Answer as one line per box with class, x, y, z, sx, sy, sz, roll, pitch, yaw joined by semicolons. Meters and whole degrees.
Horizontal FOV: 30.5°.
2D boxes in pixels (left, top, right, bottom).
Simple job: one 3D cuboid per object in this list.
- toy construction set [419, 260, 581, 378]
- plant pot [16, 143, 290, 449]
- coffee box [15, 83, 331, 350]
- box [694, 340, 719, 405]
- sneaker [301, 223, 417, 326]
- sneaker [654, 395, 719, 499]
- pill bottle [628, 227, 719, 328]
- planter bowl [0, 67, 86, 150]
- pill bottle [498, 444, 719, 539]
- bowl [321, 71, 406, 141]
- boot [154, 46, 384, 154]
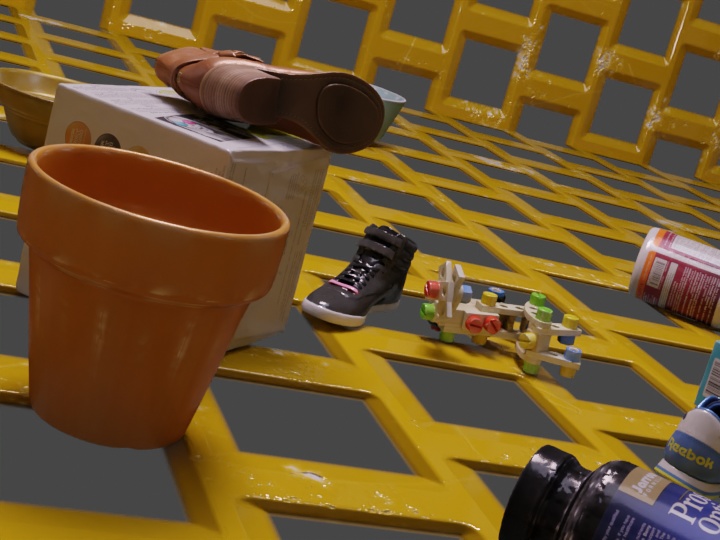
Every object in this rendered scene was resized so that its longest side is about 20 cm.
toy construction set;0.143;0.055;1.460;0.198;0.093;0.131;23;11;-23
plant pot;-0.171;0.024;0.996;0.197;0.186;0.200;16;15;-4
coffee box;-0.174;-0.052;1.247;0.196;0.203;0.199;22;16;22
box;0.480;0.129;1.560;0.198;0.084;0.049;4;18;-43
sneaker;0.000;0.000;1.463;0.070;0.101;0.199;24;17;22
sneaker;0.360;0.167;1.280;0.073;0.084;0.199;24;14;34
pill bottle;0.506;0.019;1.950;0.198;0.111;0.109;22;15;17
planter bowl;-0.418;-0.208;1.803;0.197;0.085;0.201;15;15;-4
pill bottle;0.200;0.200;0.906;0.198;0.114;0.111;24;16;25
bowl;-0.015;-0.320;2.649;0.198;0.107;0.201;15;14;-4
boot;-0.085;-0.172;1.255;0.198;0.075;0.154;9;12;-43
